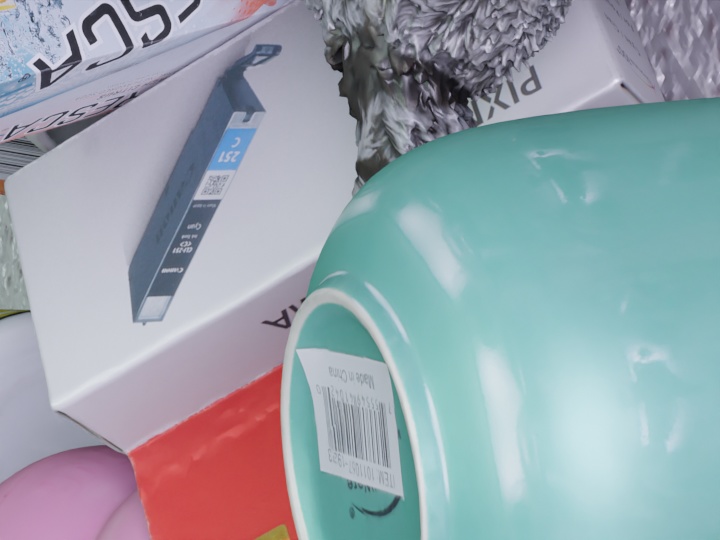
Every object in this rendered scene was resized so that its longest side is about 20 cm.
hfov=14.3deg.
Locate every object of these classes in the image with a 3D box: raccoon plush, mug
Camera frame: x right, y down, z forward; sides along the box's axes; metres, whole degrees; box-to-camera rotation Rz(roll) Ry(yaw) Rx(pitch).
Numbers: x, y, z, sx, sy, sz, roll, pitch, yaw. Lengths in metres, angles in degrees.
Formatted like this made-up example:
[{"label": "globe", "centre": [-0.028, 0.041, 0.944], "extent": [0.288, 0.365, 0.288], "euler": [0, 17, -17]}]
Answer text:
[{"label": "raccoon plush", "centre": [0.050, -0.086, 0.786], "extent": [0.097, 0.134, 0.200], "euler": [35, 129, 53]}, {"label": "mug", "centre": [0.046, 0.050, 0.680], "extent": [0.185, 0.114, 0.152], "euler": [107, 148, -45]}]

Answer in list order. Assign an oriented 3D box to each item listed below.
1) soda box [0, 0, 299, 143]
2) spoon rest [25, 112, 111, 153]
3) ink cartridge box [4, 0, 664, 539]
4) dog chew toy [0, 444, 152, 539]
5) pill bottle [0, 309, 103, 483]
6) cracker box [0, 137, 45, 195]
[{"label": "soda box", "centre": [-0.092, -0.082, 0.864], "extent": [0.068, 0.200, 0.064], "euler": [-33, 82, 46]}, {"label": "spoon rest", "centre": [-0.103, -0.129, 0.945], "extent": [0.099, 0.061, 0.200], "euler": [-56, -38, -49]}, {"label": "ink cartridge box", "centre": [0.000, 0.000, 0.835], "extent": [0.200, 0.045, 0.176], "euler": [-30, 53, 17]}, {"label": "dog chew toy", "centre": [-0.048, 0.113, 0.915], "extent": [0.200, 0.125, 0.125], "euler": [-11, 77, 46]}, {"label": "pill bottle", "centre": [-0.160, 0.072, 1.206], "extent": [0.200, 0.112, 0.112], "euler": [178, 94, -65]}, {"label": "cracker box", "centre": [-0.127, -0.143, 1.121], "extent": [0.200, 0.058, 0.134], "euler": [-94, 18, -45]}]
